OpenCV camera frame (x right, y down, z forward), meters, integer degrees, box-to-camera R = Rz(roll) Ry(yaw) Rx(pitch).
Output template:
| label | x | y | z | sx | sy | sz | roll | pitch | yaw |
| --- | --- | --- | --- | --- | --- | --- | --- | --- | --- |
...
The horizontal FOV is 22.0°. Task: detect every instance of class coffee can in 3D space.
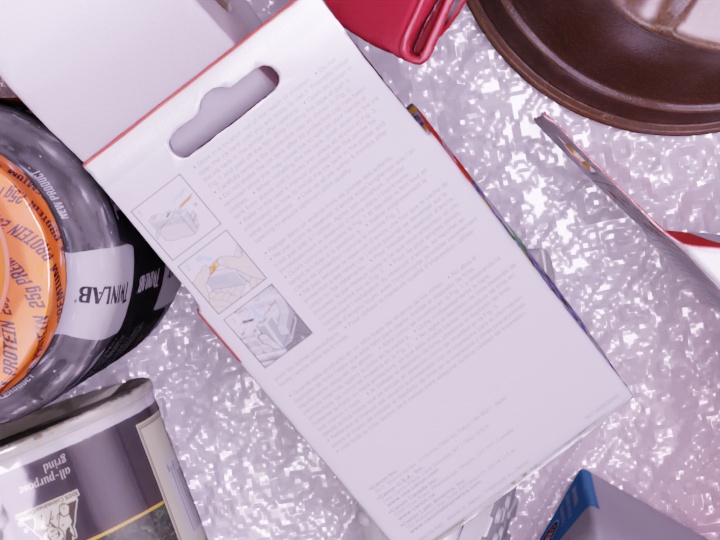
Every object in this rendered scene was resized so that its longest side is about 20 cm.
| label | x | y | z | sx | sy | sz | roll | pitch | yaw |
| --- | --- | --- | --- | --- | --- | --- | --- | --- | --- |
| coffee can | -0.120 | 0.163 | 0.764 | 0.146 | 0.146 | 0.200 | -20 | 93 | 6 |

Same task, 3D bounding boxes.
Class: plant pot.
| label | x | y | z | sx | sy | sz | roll | pitch | yaw |
| --- | --- | --- | --- | --- | --- | --- | --- | --- | --- |
| plant pot | 0.132 | -0.151 | 0.683 | 0.200 | 0.198 | 0.201 | 0 | 93 | 1 |

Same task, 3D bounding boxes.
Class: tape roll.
| label | x | y | z | sx | sy | sz | roll | pitch | yaw |
| --- | --- | --- | --- | --- | --- | --- | --- | --- | --- |
| tape roll | -0.107 | -0.120 | 0.710 | 0.071 | 0.202 | 0.203 | -37 | 91 | 6 |

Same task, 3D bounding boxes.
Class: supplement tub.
| label | x | y | z | sx | sy | sz | roll | pitch | yaw |
| --- | --- | --- | --- | --- | --- | --- | --- | --- | --- |
| supplement tub | -0.142 | -0.007 | 0.723 | 0.122 | 0.200 | 0.123 | 0 | 96 | 4 |

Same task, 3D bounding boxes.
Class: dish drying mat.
| label | x | y | z | sx | sy | sz | roll | pitch | yaw |
| --- | --- | --- | --- | --- | --- | --- | --- | --- | --- |
| dish drying mat | 0.001 | -0.134 | 0.710 | 0.018 | 0.200 | 0.077 | 18 | 102 | -25 |

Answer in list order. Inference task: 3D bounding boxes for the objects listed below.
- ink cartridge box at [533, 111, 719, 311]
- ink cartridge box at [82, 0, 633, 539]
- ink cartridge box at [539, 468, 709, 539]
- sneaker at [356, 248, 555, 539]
| label | x | y | z | sx | sy | sz | roll | pitch | yaw |
| --- | --- | --- | --- | --- | --- | --- | --- | --- | --- |
| ink cartridge box | 0.154 | -0.003 | 0.718 | 0.050 | 0.161 | 0.200 | -43 | 90 | 5 |
| ink cartridge box | 0.000 | 0.000 | 0.691 | 0.109 | 0.050 | 0.200 | -37 | 108 | 6 |
| ink cartridge box | 0.105 | 0.213 | 0.749 | 0.146 | 0.147 | 0.200 | 29 | 98 | 1 |
| sneaker | 0.027 | 0.081 | 0.788 | 0.080 | 0.076 | 0.200 | 11 | 88 | 11 |
